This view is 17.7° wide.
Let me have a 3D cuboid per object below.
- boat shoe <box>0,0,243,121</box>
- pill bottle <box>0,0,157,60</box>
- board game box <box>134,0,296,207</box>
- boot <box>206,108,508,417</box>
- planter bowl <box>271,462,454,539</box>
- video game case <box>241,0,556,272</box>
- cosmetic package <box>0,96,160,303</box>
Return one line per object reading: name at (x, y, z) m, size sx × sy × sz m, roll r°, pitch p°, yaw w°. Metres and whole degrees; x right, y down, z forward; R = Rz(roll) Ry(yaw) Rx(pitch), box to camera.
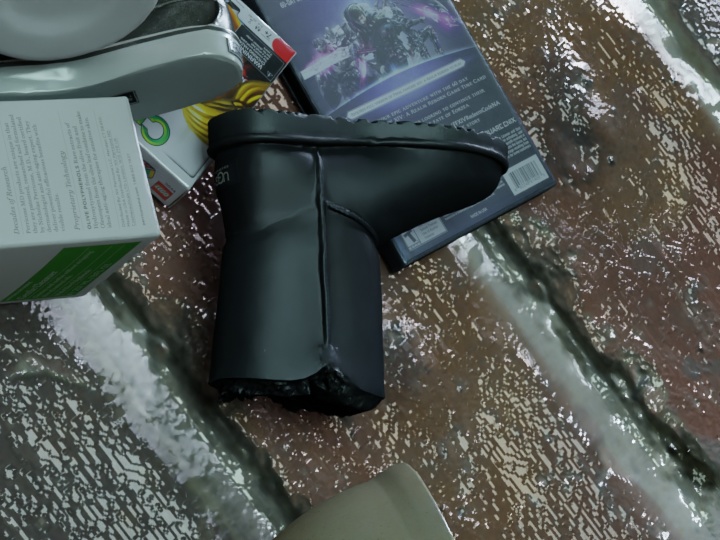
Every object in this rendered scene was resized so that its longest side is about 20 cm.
boat shoe at (-0.166, -0.112, 1.261) m, size 0.199 × 0.071 × 0.064 m, roll -12°, pitch 65°, yaw -7°
pill bottle at (-0.173, -0.221, 1.222) m, size 0.114 × 0.114 × 0.201 m, roll 7°, pitch 51°, yaw -30°
board game box at (-0.146, -0.148, 1.337) m, size 0.200 × 0.035 × 0.126 m, roll 42°, pitch 55°, yaw -11°
boot at (0.000, 0.000, 1.332) m, size 0.199 × 0.076 × 0.169 m, roll 3°, pitch 79°, yaw -32°
planter bowl at (-0.008, 0.215, 1.194) m, size 0.134 × 0.200 × 0.201 m, roll -17°, pitch 79°, yaw -9°
video game case at (0.024, -0.113, 1.441) m, size 0.143 × 0.019 × 0.201 m, roll -28°, pitch 86°, yaw -37°
cosmetic package at (-0.220, -0.032, 1.198) m, size 0.199 × 0.108 × 0.085 m, roll -7°, pitch 75°, yaw -32°
